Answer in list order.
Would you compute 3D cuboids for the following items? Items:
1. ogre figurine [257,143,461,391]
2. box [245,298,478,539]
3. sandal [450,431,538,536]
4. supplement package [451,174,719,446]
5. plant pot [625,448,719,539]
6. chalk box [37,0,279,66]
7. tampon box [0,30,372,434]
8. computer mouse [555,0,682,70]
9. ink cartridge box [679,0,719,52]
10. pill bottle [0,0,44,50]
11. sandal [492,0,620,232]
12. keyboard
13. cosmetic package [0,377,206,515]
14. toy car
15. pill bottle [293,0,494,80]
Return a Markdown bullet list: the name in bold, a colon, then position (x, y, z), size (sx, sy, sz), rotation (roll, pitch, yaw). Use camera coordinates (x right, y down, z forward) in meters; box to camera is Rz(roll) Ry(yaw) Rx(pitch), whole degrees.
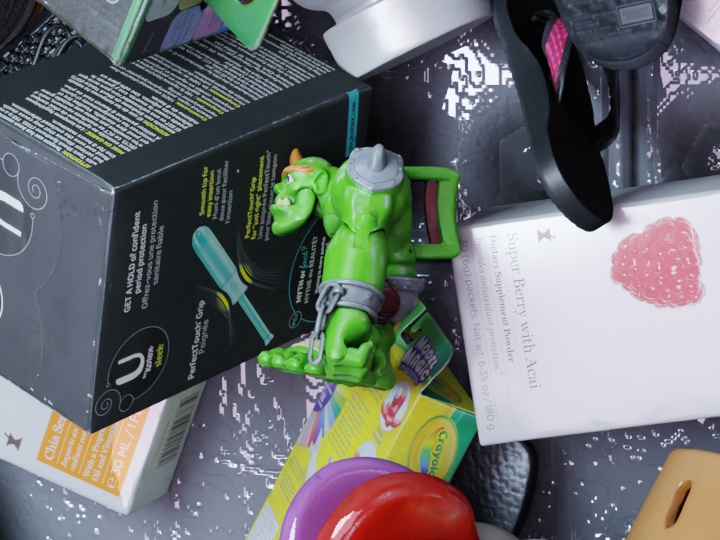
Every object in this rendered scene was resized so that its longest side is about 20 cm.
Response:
- **ogre figurine**: position (0.000, 0.000, 1.552), size (0.098, 0.200, 0.121), rotation (9, 86, 20)
- **box**: position (0.002, 0.112, 1.659), size (0.048, 0.117, 0.201), rotation (19, 106, -23)
- **sandal**: position (0.039, 0.166, 1.699), size (0.076, 0.043, 0.201), rotation (36, 114, 16)
- **supplement package**: position (0.162, 0.015, 1.599), size (0.199, 0.120, 0.122), rotation (-8, 94, 16)
- **plant pot**: position (0.215, 0.178, 1.579), size (0.199, 0.200, 0.141), rotation (14, 84, 13)
- **chalk box**: position (-0.108, -0.196, 1.555), size (0.200, 0.124, 0.125), rotation (38, 124, 19)
- **tampon box**: position (-0.111, -0.033, 1.594), size (0.126, 0.199, 0.151), rotation (29, 126, 32)
- **computer mouse**: position (0.148, -0.211, 1.522), size (0.140, 0.046, 0.201), rotation (-16, 93, 37)
- **ink cartridge box**: position (0.164, -0.230, 1.590), size (0.200, 0.076, 0.137), rotation (39, 105, 6)
- **pill bottle**: position (-0.254, -0.166, 1.650), size (0.116, 0.200, 0.117), rotation (2, 97, 14)
- **sandal**: position (0.114, -0.096, 1.575), size (0.045, 0.201, 0.075), rotation (-37, 123, 21)
- **keyboard**: position (-0.182, -0.119, 1.654), size (0.200, 0.104, 0.040), rotation (-43, 127, 0)
- **cosmetic package**: position (-0.194, 0.052, 1.728), size (0.199, 0.071, 0.102), rotation (22, 103, 12)
- **toy car**: position (0.018, 0.168, 1.523), size (0.174, 0.200, 0.151), rotation (-28, 100, -17)
- **pill bottle**: position (-0.009, -0.211, 1.623), size (0.109, 0.110, 0.201), rotation (-25, 90, 17)
